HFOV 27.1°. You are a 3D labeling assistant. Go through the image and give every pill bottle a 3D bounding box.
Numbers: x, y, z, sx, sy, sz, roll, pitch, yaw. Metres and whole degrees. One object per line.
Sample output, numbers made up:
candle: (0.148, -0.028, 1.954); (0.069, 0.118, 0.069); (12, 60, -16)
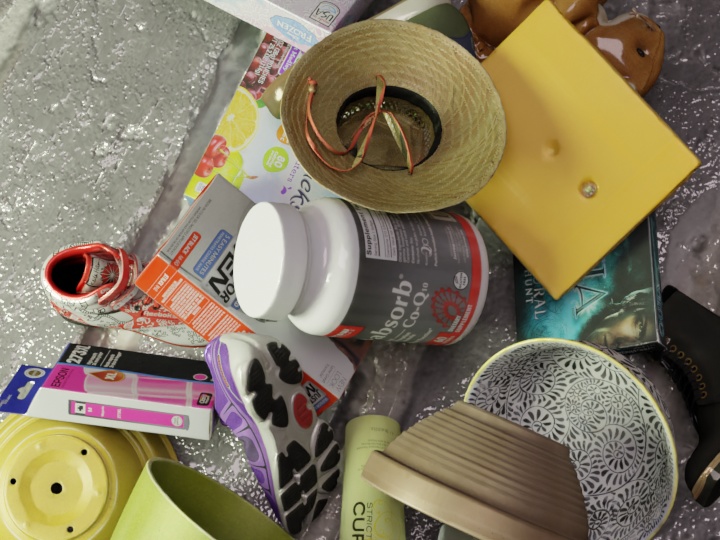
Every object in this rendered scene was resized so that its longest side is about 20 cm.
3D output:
pill bottle: (0.000, 0.000, 1.265); (0.198, 0.116, 0.118); (6, 71, -30)

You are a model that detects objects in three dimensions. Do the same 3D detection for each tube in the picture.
tube: (0.012, 0.222, 1.279); (0.057, 0.052, 0.202); (-13, 53, 20)

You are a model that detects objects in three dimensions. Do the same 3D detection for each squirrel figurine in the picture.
squirrel figurine: (0.181, -0.206, 1.405); (0.186, 0.142, 0.201); (40, 92, 1)

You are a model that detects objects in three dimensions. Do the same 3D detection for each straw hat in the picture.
straw hat: (0.020, -0.114, 1.290); (0.198, 0.085, 0.204); (6, 62, -12)

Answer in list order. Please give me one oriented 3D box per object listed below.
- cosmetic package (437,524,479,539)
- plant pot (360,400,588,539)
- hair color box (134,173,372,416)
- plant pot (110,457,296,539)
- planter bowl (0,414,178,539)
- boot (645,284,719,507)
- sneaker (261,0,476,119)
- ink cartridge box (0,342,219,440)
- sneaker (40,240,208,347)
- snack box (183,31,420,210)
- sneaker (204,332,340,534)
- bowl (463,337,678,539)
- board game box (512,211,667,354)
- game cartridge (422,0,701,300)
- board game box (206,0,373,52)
cosmetic package: (0.150, 0.295, 1.262); (0.197, 0.071, 0.103); (14, 96, 5)
plant pot: (0.107, 0.167, 1.212); (0.199, 0.201, 0.094); (22, 86, 7)
hair color box: (-0.084, 0.024, 1.315); (0.199, 0.064, 0.111); (39, 52, -9)
plant pot: (-0.155, 0.293, 1.243); (0.186, 0.187, 0.201); (35, 93, 10)
planter bowl: (-0.258, 0.195, 1.306); (0.197, 0.084, 0.203); (0, 74, 1)
boot: (0.288, 0.106, 1.307); (0.137, 0.078, 0.200); (32, 41, 14)
sneaker: (0.016, -0.172, 1.345); (0.199, 0.067, 0.090); (-31, 79, -7)
ink cartridge box: (-0.219, 0.104, 1.327); (0.197, 0.095, 0.038); (5, 112, 4)
sneaker: (-0.187, 0.021, 1.341); (0.198, 0.108, 0.068); (6, 74, 3)
snack box: (-0.046, -0.114, 1.398); (0.167, 0.068, 0.202); (25, 77, 8)
sneaker: (-0.078, 0.135, 1.295); (0.083, 0.202, 0.080); (10, 37, 44)
bowl: (0.194, 0.138, 1.293); (0.200, 0.202, 0.094); (42, 35, 12)
board game box: (0.203, -0.019, 1.355); (0.134, 0.028, 0.203); (-11, 69, 26)
game cartridge: (0.171, -0.106, 1.323); (0.176, 0.032, 0.200); (-43, 81, 10)
board game box: (-0.069, -0.314, 1.432); (0.198, 0.044, 0.200); (28, 55, 9)
